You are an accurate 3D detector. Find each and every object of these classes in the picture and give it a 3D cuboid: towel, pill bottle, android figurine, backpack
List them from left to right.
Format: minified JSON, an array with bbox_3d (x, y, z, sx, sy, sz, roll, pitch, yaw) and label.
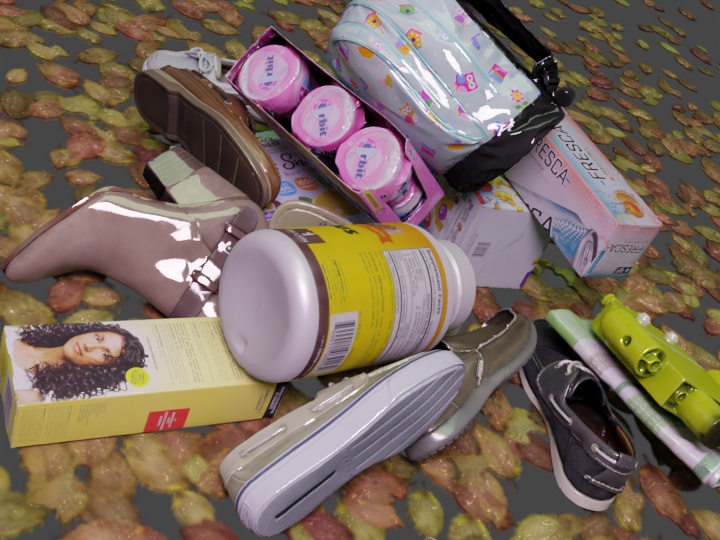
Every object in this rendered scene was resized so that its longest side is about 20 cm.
[{"bbox_3d":[-0.002,0.019,0.711,0.198,0.110,0.110,-5,45,-43],"label":"pill bottle"},{"bbox_3d":[0.068,-0.170,0.814,0.200,0.167,0.127,47,70,-4],"label":"backpack"},{"bbox_3d":[0.265,0.111,0.841,0.200,0.031,0.149,49,16,28],"label":"towel"},{"bbox_3d":[0.281,0.090,0.825,0.181,0.041,0.201,30,19,-30],"label":"android figurine"}]

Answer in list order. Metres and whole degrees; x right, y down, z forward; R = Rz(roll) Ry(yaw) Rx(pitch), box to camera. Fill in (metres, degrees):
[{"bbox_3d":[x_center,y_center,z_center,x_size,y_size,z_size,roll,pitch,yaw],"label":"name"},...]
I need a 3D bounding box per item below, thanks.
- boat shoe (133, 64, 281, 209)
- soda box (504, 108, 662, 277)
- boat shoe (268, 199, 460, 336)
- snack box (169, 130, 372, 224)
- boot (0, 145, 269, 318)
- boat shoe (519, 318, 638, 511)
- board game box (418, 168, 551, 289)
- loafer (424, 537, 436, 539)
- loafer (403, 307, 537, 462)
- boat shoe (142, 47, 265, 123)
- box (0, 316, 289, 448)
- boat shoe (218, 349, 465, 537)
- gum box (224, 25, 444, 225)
[{"bbox_3d":[-0.127,-0.132,0.842,0.068,0.072,0.200,-22,55,-39],"label":"boat shoe"},{"bbox_3d":[0.197,-0.086,0.884,0.063,0.069,0.201,0,44,-32],"label":"soda box"},{"bbox_3d":[0.000,0.000,0.834,0.199,0.075,0.069,35,12,-17],"label":"boat shoe"},{"bbox_3d":[-0.072,-0.075,0.904,0.198,0.053,0.142,-17,51,-40],"label":"snack box"},{"bbox_3d":[-0.165,-0.002,0.747,0.199,0.070,0.147,-37,89,-15],"label":"boot"},{"bbox_3d":[0.194,0.111,0.820,0.071,0.068,0.201,9,38,-16],"label":"boat shoe"},{"bbox_3d":[0.114,-0.089,0.984,0.102,0.106,0.201,4,42,-26],"label":"board game box"},{"bbox_3d":[0.054,0.214,0.612,0.198,0.070,0.070,1,42,-28],"label":"loafer"},{"bbox_3d":[0.086,0.078,0.779,0.070,0.075,0.200,51,40,0],"label":"loafer"},{"bbox_3d":[-0.139,-0.212,1.023,0.199,0.065,0.075,13,38,-15],"label":"boat shoe"},{"bbox_3d":[-0.156,0.077,0.676,0.198,0.050,0.076,-2,45,-32],"label":"box"},{"bbox_3d":[-0.012,0.108,0.665,0.199,0.073,0.062,-31,53,-23],"label":"boat shoe"},{"bbox_3d":[-0.019,-0.117,0.825,0.200,0.066,0.113,43,0,28],"label":"gum box"}]
